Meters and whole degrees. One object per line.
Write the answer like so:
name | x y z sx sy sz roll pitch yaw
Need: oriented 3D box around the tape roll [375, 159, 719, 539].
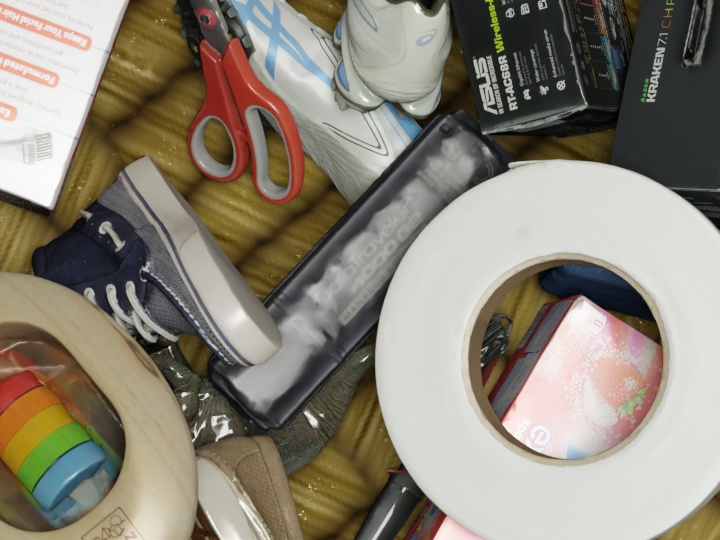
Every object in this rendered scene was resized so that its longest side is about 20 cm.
tape roll | 0.106 0.045 1.253 0.201 0.037 0.204 -1 85 14

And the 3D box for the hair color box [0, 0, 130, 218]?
hair color box | -0.185 -0.142 1.340 0.110 0.064 0.201 20 83 -6

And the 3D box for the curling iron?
curling iron | 0.024 0.107 1.362 0.049 0.026 0.201 32 86 -41

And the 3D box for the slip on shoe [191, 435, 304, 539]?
slip on shoe | -0.039 0.182 1.280 0.060 0.076 0.201 -23 85 -30

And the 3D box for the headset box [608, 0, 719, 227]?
headset box | 0.236 -0.106 1.326 0.199 0.093 0.175 18 83 -37

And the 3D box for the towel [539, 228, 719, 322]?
towel | 0.201 0.008 1.348 0.199 0.112 0.049 14 80 -6

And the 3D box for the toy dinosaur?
toy dinosaur | -0.068 0.079 1.343 0.199 0.077 0.103 -15 100 -12

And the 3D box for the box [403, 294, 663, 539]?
box | 0.097 0.122 1.334 0.094 0.103 0.201 32 83 -3

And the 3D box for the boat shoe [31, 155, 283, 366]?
boat shoe | -0.110 0.017 1.283 0.093 0.200 0.075 -39 118 0

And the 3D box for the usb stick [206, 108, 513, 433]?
usb stick | 0.000 0.000 1.303 0.055 0.033 0.200 44 83 -6

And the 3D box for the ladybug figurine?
ladybug figurine | -0.155 0.091 1.241 0.136 0.072 0.200 -38 70 -3

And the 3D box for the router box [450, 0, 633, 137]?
router box | 0.090 -0.173 1.325 0.062 0.150 0.201 -14 87 20

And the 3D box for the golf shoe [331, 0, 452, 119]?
golf shoe | 0.017 -0.182 1.323 0.078 0.097 0.201 -2 58 -20

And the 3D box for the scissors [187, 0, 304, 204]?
scissors | -0.071 -0.125 1.314 0.073 0.014 0.201 13 127 29

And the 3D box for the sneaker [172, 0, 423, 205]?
sneaker | -0.026 -0.107 1.358 0.200 0.072 0.072 45 61 0
